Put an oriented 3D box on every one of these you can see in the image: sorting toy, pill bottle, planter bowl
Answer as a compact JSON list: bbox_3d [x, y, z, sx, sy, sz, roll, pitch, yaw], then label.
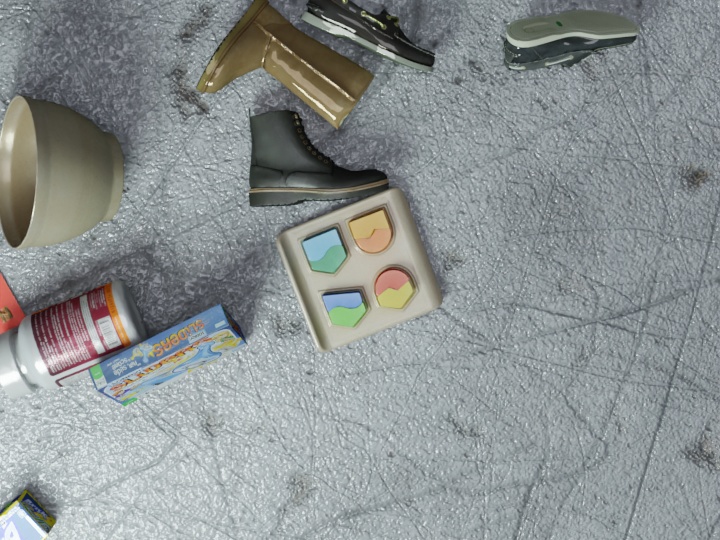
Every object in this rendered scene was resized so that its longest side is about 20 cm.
[{"bbox_3d":[0.000,0.000,1.721,0.198,0.036,0.187,-22,97,-2],"label":"sorting toy"},{"bbox_3d":[-0.403,0.098,1.662,0.198,0.110,0.111,-21,97,-2],"label":"pill bottle"},{"bbox_3d":[-0.398,-0.128,1.615,0.133,0.200,0.203,1,96,-31],"label":"planter bowl"}]

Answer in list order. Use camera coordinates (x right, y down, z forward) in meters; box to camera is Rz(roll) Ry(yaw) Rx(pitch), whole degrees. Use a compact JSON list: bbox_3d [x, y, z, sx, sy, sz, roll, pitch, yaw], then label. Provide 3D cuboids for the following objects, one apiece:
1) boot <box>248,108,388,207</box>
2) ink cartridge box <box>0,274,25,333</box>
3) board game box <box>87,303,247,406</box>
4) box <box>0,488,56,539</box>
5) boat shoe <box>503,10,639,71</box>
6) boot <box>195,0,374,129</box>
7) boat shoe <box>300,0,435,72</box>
[{"bbox_3d":[-0.062,-0.165,1.685,0.197,0.077,0.140,-5,91,-5],"label":"boot"},{"bbox_3d":[-0.596,0.053,1.676,0.199,0.057,0.164,-29,97,4],"label":"ink cartridge box"},{"bbox_3d":[-0.263,0.119,1.663,0.198,0.135,0.035,-26,73,-1],"label":"board game box"},{"bbox_3d":[-0.531,0.407,1.705,0.200,0.064,0.070,-42,97,1],"label":"box"},{"bbox_3d":[0.298,-0.325,1.708,0.198,0.072,0.068,-9,133,-10],"label":"boat shoe"},{"bbox_3d":[-0.102,-0.263,1.657,0.199,0.066,0.176,36,74,-7],"label":"boot"},{"bbox_3d":[0.018,-0.336,1.672,0.199,0.072,0.061,23,97,-4],"label":"boat shoe"}]
